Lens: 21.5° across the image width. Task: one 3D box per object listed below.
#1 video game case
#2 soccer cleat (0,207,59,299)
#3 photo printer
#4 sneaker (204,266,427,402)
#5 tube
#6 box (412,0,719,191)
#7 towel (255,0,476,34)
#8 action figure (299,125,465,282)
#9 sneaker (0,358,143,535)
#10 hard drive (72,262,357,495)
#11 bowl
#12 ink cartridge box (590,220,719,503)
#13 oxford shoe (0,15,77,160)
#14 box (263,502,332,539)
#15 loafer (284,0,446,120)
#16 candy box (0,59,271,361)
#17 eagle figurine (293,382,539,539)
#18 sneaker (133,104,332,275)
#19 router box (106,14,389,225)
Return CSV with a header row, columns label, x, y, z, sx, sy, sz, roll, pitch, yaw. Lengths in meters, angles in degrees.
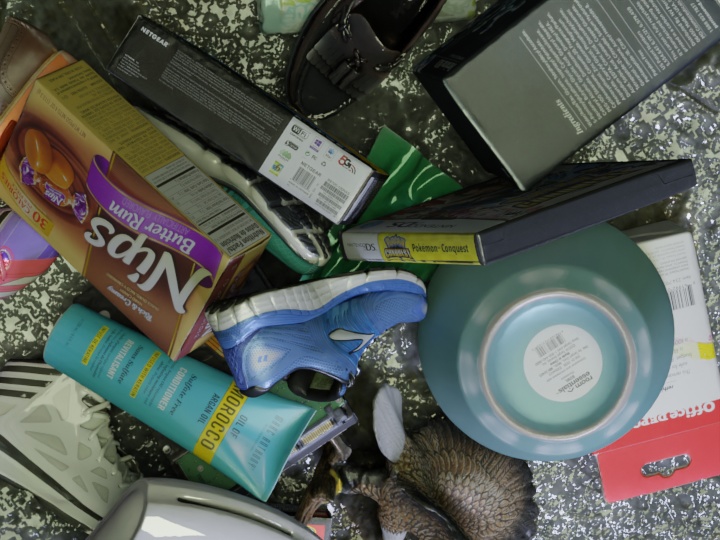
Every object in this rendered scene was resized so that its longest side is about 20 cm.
label,x,y,z,sx,sy,sz,roll,pitch,yaw
video game case,0.112,-0.045,1.384,0.200,0.181,0.026,-20,101,-30
soccer cleat,-0.318,0.005,1.429,0.199,0.076,0.067,-18,101,-4
photo printer,-0.131,0.234,1.399,0.166,0.070,0.200,22,129,-23
sneaker,-0.027,0.049,1.387,0.200,0.078,0.089,-13,92,-42
tube,-0.137,0.091,1.400,0.200,0.050,0.078,27,79,11
box,0.156,-0.167,1.428,0.200,0.148,0.107,-39,102,-1
towel,-0.001,-0.284,1.439,0.171,0.048,0.201,-5,100,-6
action figure,0.000,0.000,1.482,0.118,0.055,0.200,38,89,-14
sneaker,-0.201,0.132,1.453,0.200,0.076,0.116,29,93,4
hard drive,-0.111,0.068,1.443,0.140,0.038,0.200,-34,72,-1
bowl,0.142,0.060,1.423,0.200,0.105,0.202,0,100,2
ink cartridge box,0.221,0.072,1.517,0.116,0.067,0.201,-13,101,-5
oxford shoe,-0.301,-0.102,1.424,0.073,0.071,0.200,42,84,-2
box,-0.100,0.285,1.523,0.136,0.040,0.201,4,98,-9
loafer,0.016,-0.190,1.407,0.072,0.063,0.200,35,103,-25
candy box,-0.171,-0.044,1.390,0.200,0.056,0.117,43,130,12
eagle figurine,0.055,0.188,1.488,0.199,0.151,0.152,22,81,0
sneaker,-0.107,-0.049,1.430,0.200,0.077,0.080,32,101,21
router box,-0.078,-0.107,1.384,0.200,0.149,0.051,34,94,3
